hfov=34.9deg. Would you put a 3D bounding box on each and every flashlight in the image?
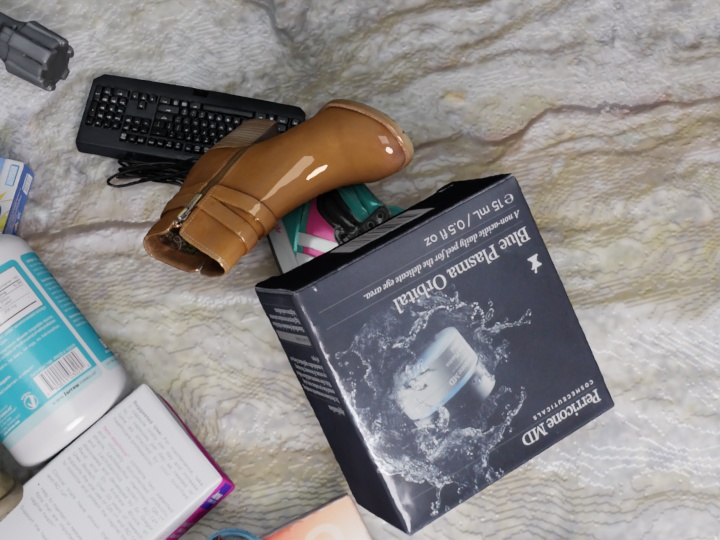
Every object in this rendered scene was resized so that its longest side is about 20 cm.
[{"bbox_3d":[-0.354,-0.227,1.034,0.199,0.068,0.068,29,44,3],"label":"flashlight"}]

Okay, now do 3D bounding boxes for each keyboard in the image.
[{"bbox_3d":[-0.153,-0.118,1.013,0.198,0.040,0.105,9,75,4],"label":"keyboard"}]

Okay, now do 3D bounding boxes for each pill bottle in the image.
[{"bbox_3d":[-0.280,0.049,0.911,0.111,0.111,0.201,-38,90,-8],"label":"pill bottle"}]

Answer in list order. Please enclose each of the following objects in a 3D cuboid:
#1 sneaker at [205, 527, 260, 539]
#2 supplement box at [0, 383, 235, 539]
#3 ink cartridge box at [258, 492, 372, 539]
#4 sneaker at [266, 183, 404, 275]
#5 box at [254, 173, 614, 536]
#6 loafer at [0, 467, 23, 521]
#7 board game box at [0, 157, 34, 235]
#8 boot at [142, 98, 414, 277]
[{"bbox_3d":[-0.075,0.291,0.836,0.079,0.096,0.201,-26,84,-4],"label":"sneaker"},{"bbox_3d":[-0.208,0.196,0.902,0.200,0.101,0.103,-42,79,-9],"label":"supplement box"},{"bbox_3d":[-0.036,0.302,0.899,0.161,0.050,0.201,-27,74,-5],"label":"ink cartridge box"},{"bbox_3d":[0.000,0.000,0.962,0.120,0.084,0.201,-23,75,5],"label":"sneaker"},{"bbox_3d":[0.057,0.058,0.879,0.196,0.117,0.201,-28,100,-17],"label":"box"},{"bbox_3d":[-0.313,0.156,0.866,0.076,0.199,0.068,-45,113,-20],"label":"loafer"},{"bbox_3d":[-0.378,-0.010,0.991,0.134,0.034,0.202,12,76,4],"label":"board game box"},{"bbox_3d":[-0.068,-0.062,0.895,0.199,0.077,0.156,8,45,34],"label":"boot"}]
